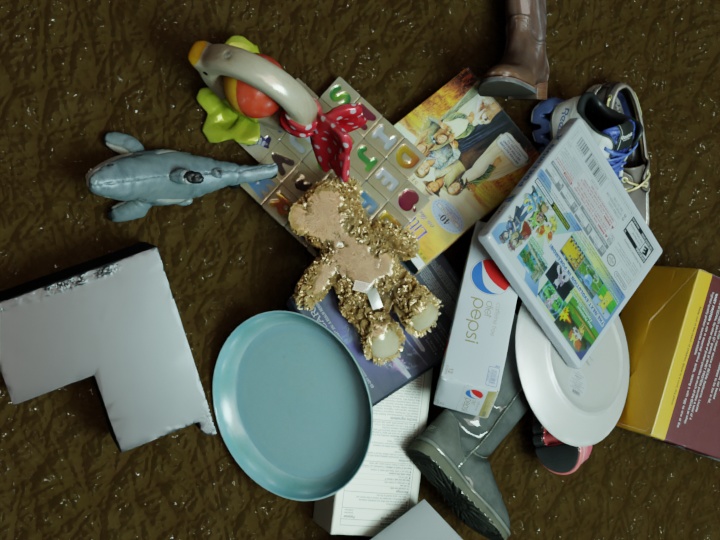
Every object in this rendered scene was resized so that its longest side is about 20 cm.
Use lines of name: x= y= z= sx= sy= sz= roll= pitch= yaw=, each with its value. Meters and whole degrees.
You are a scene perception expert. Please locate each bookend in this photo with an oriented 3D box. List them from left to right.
bookend: x=-0.271 y=0.099 z=1.168 sx=0.196 sy=0.092 sz=0.203 roll=-21 pitch=101 yaw=-17

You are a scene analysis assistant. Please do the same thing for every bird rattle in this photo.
bird rattle: x=-0.094 y=-0.166 z=1.171 sx=0.113 sy=0.199 sz=0.163 roll=-56 pitch=148 yaw=-4

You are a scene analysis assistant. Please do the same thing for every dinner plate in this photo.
dinner plate: x=0.248 y=0.095 z=1.308 sx=0.198 sy=0.024 sz=0.204 roll=9 pitch=75 yaw=-38

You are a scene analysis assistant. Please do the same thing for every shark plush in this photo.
shark plush: x=-0.184 y=-0.087 z=1.197 sx=0.197 sy=0.083 sz=0.092 roll=9 pitch=89 yaw=-20

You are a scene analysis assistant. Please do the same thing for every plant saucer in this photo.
plant saucer: x=-0.068 y=0.140 z=1.217 sx=0.027 sy=0.197 sz=0.204 roll=-18 pitch=101 yaw=-59

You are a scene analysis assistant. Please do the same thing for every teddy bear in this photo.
teddy bear: x=0.000 y=0.000 z=1.218 sx=0.199 sy=0.067 sz=0.146 roll=38 pitch=86 yaw=-6

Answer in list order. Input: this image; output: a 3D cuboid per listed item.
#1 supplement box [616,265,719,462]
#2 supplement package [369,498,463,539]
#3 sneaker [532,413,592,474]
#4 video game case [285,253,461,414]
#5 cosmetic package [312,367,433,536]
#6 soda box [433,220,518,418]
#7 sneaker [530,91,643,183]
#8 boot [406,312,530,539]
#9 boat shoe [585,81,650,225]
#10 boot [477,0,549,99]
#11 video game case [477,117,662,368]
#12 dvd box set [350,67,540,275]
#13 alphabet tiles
supplement box: x=0.419 y=0.121 z=1.402 sx=0.197 sy=0.133 sz=0.200 roll=19 pitch=86 yaw=-20
supplement package: x=0.077 y=0.372 z=1.252 sx=0.120 sy=0.120 sz=0.202 roll=-32 pitch=133 yaw=-16
sneaker: x=0.234 y=0.137 z=1.380 sx=0.086 sy=0.073 sz=0.204 roll=2 pitch=79 yaw=-57
video game case: x=0.034 y=0.048 z=1.263 sx=0.199 sy=0.019 sz=0.144 roll=-29 pitch=79 yaw=-32
cosmetic package: x=0.014 y=0.186 z=1.287 sx=0.102 sy=0.073 sz=0.204 roll=8 pitch=90 yaw=-20
soda box: x=0.131 y=0.051 z=1.247 sx=0.063 sy=0.068 sz=0.202 roll=14 pitch=58 yaw=4
sneaker: x=0.271 y=-0.115 z=1.327 sx=0.080 sy=0.115 sz=0.202 roll=-18 pitch=88 yaw=-33
boot: x=0.158 y=0.175 z=1.298 sx=0.201 sy=0.072 sz=0.183 roll=-50 pitch=119 yaw=-27
boat shoe: x=0.314 y=-0.125 z=1.391 sx=0.071 sy=0.059 sz=0.203 roll=-12 pitch=96 yaw=-20
boot: x=0.171 y=-0.294 z=1.288 sx=0.063 sy=0.186 sz=0.204 roll=2 pitch=96 yaw=18
video game case: x=0.232 y=-0.029 z=1.257 sx=0.183 sy=0.022 sz=0.201 roll=-49 pitch=118 yaw=-22
dvd box set: x=0.091 y=-0.113 z=1.303 sx=0.199 sy=0.029 sz=0.147 roll=-38 pitch=84 yaw=-14
alphabet tiles: x=-0.029 y=-0.107 z=1.261 sx=0.200 sy=0.006 sz=0.167 roll=42 pitch=78 yaw=2
